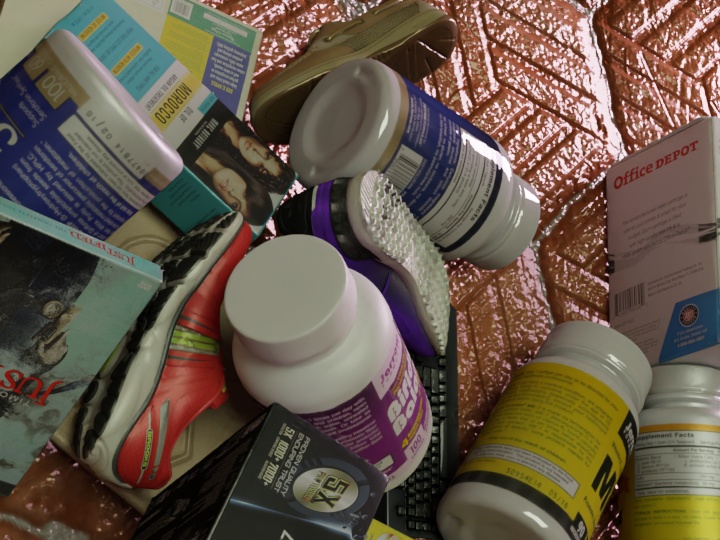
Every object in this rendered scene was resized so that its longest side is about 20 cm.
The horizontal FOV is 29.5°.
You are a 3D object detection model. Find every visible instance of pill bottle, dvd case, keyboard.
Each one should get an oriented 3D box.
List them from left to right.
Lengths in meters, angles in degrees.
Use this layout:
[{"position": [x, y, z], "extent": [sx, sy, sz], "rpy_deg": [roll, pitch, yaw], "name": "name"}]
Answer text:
[{"position": [-0.233, 0.048, 0.839], "extent": [0.146, 0.200, 0.022], "rpy_deg": [26, 27, -30], "name": "dvd case"}, {"position": [-0.223, -0.045, 0.870], "extent": [0.200, 0.120, 0.120], "rpy_deg": [-42, 99, 0], "name": "pill bottle"}, {"position": [-0.022, 0.066, 0.937], "extent": [0.200, 0.112, 0.113], "rpy_deg": [66, 41, -52], "name": "pill bottle"}, {"position": [0.026, 0.107, 1.073], "extent": [0.127, 0.021, 0.201], "rpy_deg": [10, 69, -28], "name": "keyboard"}, {"position": [0.049, -0.074, 1.077], "extent": [0.200, 0.111, 0.112], "rpy_deg": [28, 61, -38], "name": "pill bottle"}, {"position": [0.151, 0.141, 1.076], "extent": [0.114, 0.114, 0.200], "rpy_deg": [43, 54, -12], "name": "pill bottle"}, {"position": [0.269, 0.185, 1.138], "extent": [0.109, 0.109, 0.201], "rpy_deg": [14, 68, -26], "name": "pill bottle"}]

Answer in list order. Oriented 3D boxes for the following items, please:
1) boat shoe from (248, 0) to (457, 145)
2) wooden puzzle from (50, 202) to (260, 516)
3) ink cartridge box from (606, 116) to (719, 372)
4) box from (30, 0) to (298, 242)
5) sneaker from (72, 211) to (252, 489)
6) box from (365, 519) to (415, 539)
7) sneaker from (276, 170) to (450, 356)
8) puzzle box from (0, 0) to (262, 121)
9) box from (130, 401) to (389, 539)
[{"position": [-0.015, -0.165, 1.115], "extent": [0.200, 0.071, 0.065], "rpy_deg": [-29, 55, -26], "name": "boat shoe"}, {"position": [-0.152, 0.062, 0.970], "extent": [0.200, 0.046, 0.186], "rpy_deg": [44, 58, -17], "name": "wooden puzzle"}, {"position": [0.289, -0.011, 1.189], "extent": [0.086, 0.146, 0.201], "rpy_deg": [14, 68, -25], "name": "ink cartridge box"}, {"position": [-0.143, -0.102, 0.979], "extent": [0.200, 0.049, 0.082], "rpy_deg": [43, 41, -12], "name": "box"}, {"position": [-0.120, 0.055, 0.928], "extent": [0.085, 0.077, 0.201], "rpy_deg": [35, 71, -28], "name": "sneaker"}, {"position": [0.012, 0.251, 1.003], "extent": [0.200, 0.048, 0.118], "rpy_deg": [32, 62, -21], "name": "box"}, {"position": [0.000, -0.001, 1.032], "extent": [0.200, 0.099, 0.070], "rpy_deg": [56, 32, -45], "name": "sneaker"}, {"position": [-0.177, -0.160, 1.034], "extent": [0.199, 0.025, 0.134], "rpy_deg": [22, 64, -23], "name": "puzzle box"}, {"position": [-0.089, 0.194, 0.811], "extent": [0.086, 0.200, 0.164], "rpy_deg": [35, 52, -11], "name": "box"}]
